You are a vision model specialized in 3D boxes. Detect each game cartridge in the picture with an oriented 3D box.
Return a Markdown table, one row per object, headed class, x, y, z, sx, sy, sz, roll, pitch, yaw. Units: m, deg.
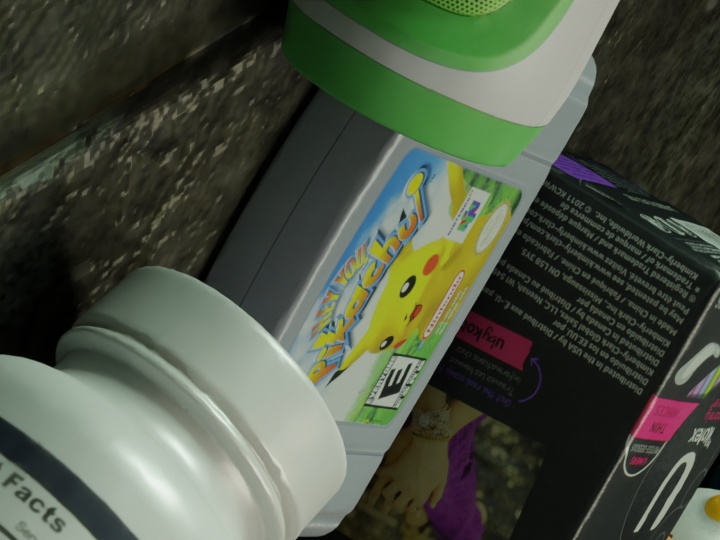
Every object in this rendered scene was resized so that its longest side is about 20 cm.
| class | x | y | z | sx | sy | sz | roll | pitch | yaw |
| --- | --- | --- | --- | --- | --- | --- | --- | --- | --- |
| game cartridge | 0.000 | 0.000 | 0.741 | 0.201 | 0.040 | 0.133 | -61 | 153 | 8 |

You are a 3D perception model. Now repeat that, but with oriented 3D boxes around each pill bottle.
| class | x | y | z | sx | sy | sz | roll | pitch | yaw |
| --- | --- | --- | --- | --- | --- | --- | --- | --- | --- |
| pill bottle | -0.097 | 0.093 | 0.570 | 0.200 | 0.111 | 0.111 | -44 | 154 | -27 |

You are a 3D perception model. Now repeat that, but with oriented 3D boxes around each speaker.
| class | x | y | z | sx | sy | sz | roll | pitch | yaw |
| --- | --- | --- | --- | --- | --- | --- | --- | --- | --- |
| speaker | 0.053 | -0.133 | 0.608 | 0.088 | 0.088 | 0.201 | -3 | 122 | -62 |

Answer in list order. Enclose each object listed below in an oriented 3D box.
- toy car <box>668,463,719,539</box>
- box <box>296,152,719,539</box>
| class | x | y | z | sx | sy | sz | roll | pitch | yaw |
| --- | --- | --- | --- | --- | --- | --- | --- | --- | --- |
| toy car | 0.211 | 0.149 | 1.237 | 0.199 | 0.185 | 0.178 | -6 | 132 | -25 |
| box | 0.064 | 0.065 | 0.858 | 0.201 | 0.106 | 0.122 | -61 | 156 | 10 |
